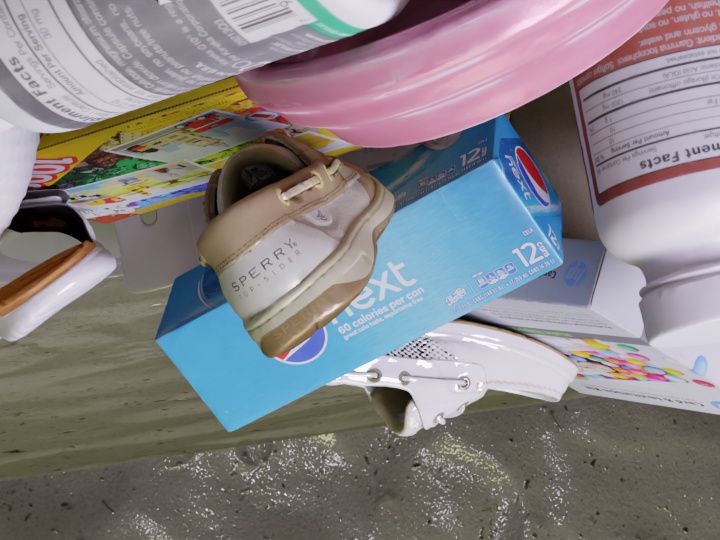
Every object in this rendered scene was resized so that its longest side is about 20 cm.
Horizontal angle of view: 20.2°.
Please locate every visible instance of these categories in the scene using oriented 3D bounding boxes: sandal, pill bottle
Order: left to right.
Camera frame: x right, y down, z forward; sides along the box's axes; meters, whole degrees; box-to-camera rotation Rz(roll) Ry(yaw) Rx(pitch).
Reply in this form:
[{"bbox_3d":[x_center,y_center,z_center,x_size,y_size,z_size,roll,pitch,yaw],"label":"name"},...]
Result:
[{"bbox_3d":[-0.158,-0.009,0.950,0.079,0.059,0.207,-35,-173,-14],"label":"sandal"},{"bbox_3d":[-0.088,-0.115,0.728,0.199,0.114,0.113,-15,169,26],"label":"pill bottle"},{"bbox_3d":[0.160,-0.070,0.966,0.112,0.201,0.112,-9,170,-2],"label":"pill bottle"}]

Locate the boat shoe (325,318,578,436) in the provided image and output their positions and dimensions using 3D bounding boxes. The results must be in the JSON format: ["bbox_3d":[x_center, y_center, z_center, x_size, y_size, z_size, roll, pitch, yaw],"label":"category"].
[{"bbox_3d":[0.029,0.059,1.132,0.199,0.070,0.071,12,170,-23],"label":"boat shoe"}]

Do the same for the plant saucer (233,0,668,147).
[{"bbox_3d":[0.047,-0.108,0.775,0.200,0.051,0.201,-25,-158,11],"label":"plant saucer"}]

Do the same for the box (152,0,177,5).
[{"bbox_3d":[0.024,-0.157,0.603,0.199,0.117,0.060,-9,170,-2],"label":"box"}]

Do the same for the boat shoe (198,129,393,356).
[{"bbox_3d":[-0.032,-0.027,0.884,0.074,0.066,0.200,-37,-169,7],"label":"boat shoe"}]

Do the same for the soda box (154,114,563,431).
[{"bbox_3d":[0.000,0.000,1.006,0.200,0.068,0.064,-28,-156,19],"label":"soda box"}]

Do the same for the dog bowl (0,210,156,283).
[{"bbox_3d":[-0.150,-0.043,1.210,0.199,0.059,0.200,-10,170,-2],"label":"dog bowl"}]

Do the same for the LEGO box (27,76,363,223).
[{"bbox_3d":[-0.087,-0.090,0.965,0.199,0.077,0.149,-15,168,26],"label":"LEGO box"}]

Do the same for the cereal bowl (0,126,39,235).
[{"bbox_3d":[-0.238,-0.046,0.849,0.199,0.084,0.200,3,148,2],"label":"cereal bowl"}]

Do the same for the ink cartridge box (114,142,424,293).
[{"bbox_3d":[-0.032,-0.057,1.081,0.199,0.118,0.067,-11,174,12],"label":"ink cartridge box"}]

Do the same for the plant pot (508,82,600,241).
[{"bbox_3d":[0.190,-0.060,1.157,0.183,0.201,0.200,-2,175,29],"label":"plant pot"}]

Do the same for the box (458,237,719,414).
[{"bbox_3d":[0.132,0.031,1.153,0.156,0.041,0.200,6,165,45],"label":"box"}]
